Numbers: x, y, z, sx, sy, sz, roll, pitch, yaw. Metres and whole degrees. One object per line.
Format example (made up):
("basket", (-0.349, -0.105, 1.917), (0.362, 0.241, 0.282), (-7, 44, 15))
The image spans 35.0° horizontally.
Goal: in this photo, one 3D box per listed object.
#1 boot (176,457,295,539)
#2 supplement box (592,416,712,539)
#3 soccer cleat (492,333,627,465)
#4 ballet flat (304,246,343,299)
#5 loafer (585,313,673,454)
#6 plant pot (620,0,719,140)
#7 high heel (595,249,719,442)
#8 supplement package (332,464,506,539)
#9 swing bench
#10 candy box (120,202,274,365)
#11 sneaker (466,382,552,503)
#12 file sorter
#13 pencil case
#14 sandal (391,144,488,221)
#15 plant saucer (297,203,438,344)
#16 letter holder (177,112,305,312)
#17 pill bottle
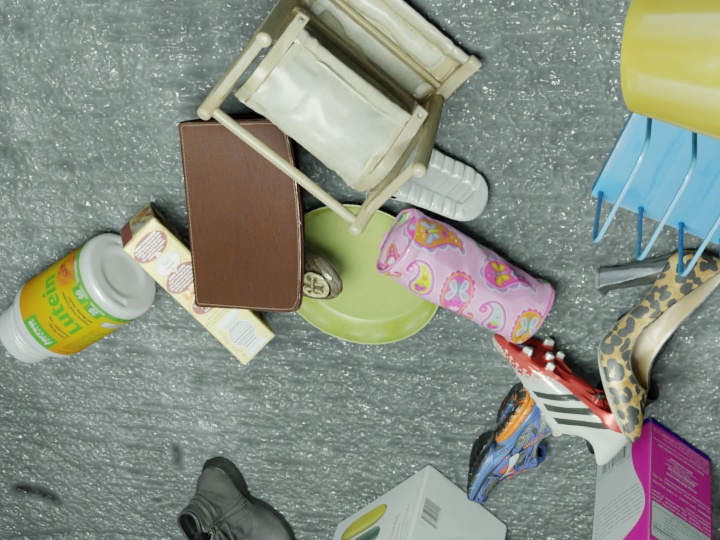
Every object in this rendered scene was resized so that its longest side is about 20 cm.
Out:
("boot", (-0.179, 0.373, 1.605), (0.070, 0.132, 0.200), (-28, 114, 31))
("supplement box", (0.343, 0.291, 1.347), (0.103, 0.200, 0.101), (34, 128, -10))
("soccer cleat", (0.224, 0.142, 1.313), (0.200, 0.069, 0.085), (36, 119, 27))
("ballet flat", (-0.111, -0.010, 1.320), (0.200, 0.046, 0.067), (24, 130, 22))
("loafer", (0.311, 0.142, 1.331), (0.070, 0.068, 0.201), (18, 125, 14))
("plant pot", (0.340, -0.193, 1.009), (0.189, 0.201, 0.201), (10, 129, 29))
("high heel", (0.328, 0.078, 1.214), (0.142, 0.200, 0.071), (-11, 161, 27))
("supplement package", (0.067, 0.398, 1.538), (0.151, 0.152, 0.200), (40, 126, -14))
("swing bench", (-0.015, -0.182, 1.113), (0.199, 0.200, 0.130), (38, 136, -12))
("candy box", (-0.194, 0.014, 1.352), (0.055, 0.115, 0.200), (-44, 108, -2))
("sneaker", (0.190, 0.231, 1.431), (0.078, 0.075, 0.200), (23, 130, -5))
("file sorter", (0.346, -0.067, 1.133), (0.200, 0.123, 0.139), (21, 129, 0))
("pencil case", (0.116, 0.009, 1.260), (0.200, 0.088, 0.087), (27, 130, -21))
("sandal", (0.043, -0.112, 1.231), (0.202, 0.083, 0.050), (33, 171, -11))
("plant saucer", (0.000, 0.000, 1.342), (0.200, 0.031, 0.200), (8, 128, 11))
("letter holder", (-0.100, -0.065, 1.218), (0.142, 0.101, 0.200), (2, 103, 30))
("pill bottle", (-0.360, 0.043, 1.427), (0.200, 0.111, 0.111), (-28, 114, 31))
